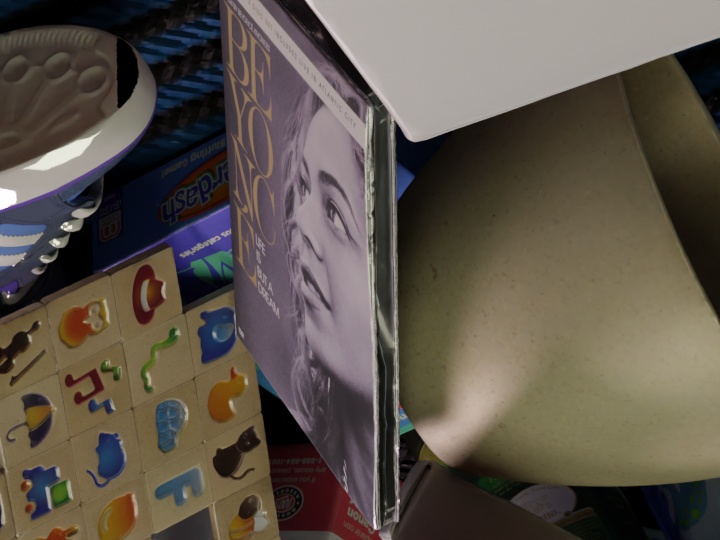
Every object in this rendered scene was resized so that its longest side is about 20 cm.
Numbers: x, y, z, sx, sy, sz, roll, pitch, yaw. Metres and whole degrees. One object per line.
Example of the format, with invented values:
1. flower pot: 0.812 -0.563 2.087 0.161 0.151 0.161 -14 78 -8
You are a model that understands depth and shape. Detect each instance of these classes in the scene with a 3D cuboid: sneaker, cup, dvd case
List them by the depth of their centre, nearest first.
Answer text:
1. dvd case: -0.021 -0.017 1.168 0.016 0.149 0.200 -14 127 -19
2. cup: 0.085 0.010 1.204 0.143 0.200 0.200 -25 140 16
3. sneaker: -0.142 -0.021 1.254 0.200 0.081 0.146 -20 141 23

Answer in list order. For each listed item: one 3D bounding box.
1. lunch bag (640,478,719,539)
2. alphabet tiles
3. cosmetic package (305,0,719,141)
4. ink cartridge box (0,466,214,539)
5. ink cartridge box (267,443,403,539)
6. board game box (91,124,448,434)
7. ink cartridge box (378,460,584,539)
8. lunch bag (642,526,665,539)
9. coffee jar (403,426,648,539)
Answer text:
1. lunch bag: 0.234 0.122 1.384 0.170 0.200 0.127 23 124 -32
2. alphabet tiles: -0.109 0.094 1.277 0.167 0.008 0.200 -26 123 -31
3. cosmetic package: 0.044 -0.181 0.975 0.166 0.167 0.200 -19 141 18
4. ink cartridge box: -0.181 0.128 1.400 0.200 0.146 0.147 -25 140 25
5. ink cartridge box: -0.061 0.191 1.427 0.145 0.200 0.083 -5 150 36
6. board game box: 0.000 0.000 1.328 0.152 0.045 0.200 -26 139 27
7. ink cartridge box: 0.106 0.141 1.210 0.200 0.044 0.174 28 175 0
8. lunch bag: 0.162 0.210 1.611 0.200 0.083 0.161 14 138 -26
9. coffee jar: 0.092 0.132 1.394 0.085 0.200 0.104 -28 141 3
